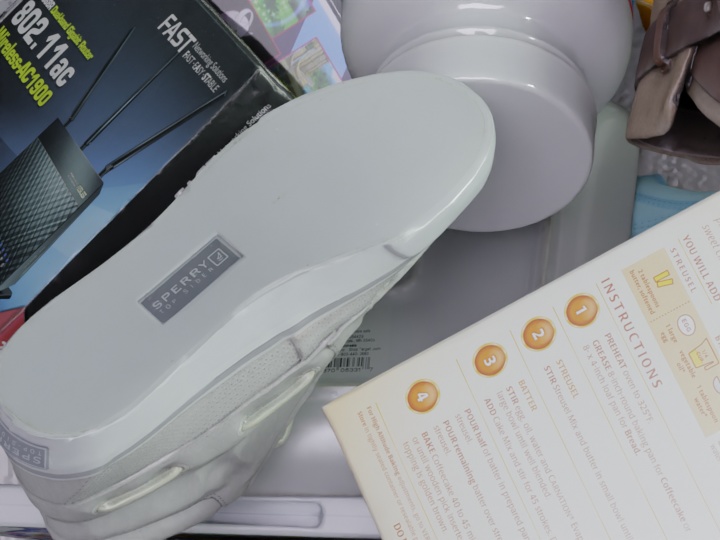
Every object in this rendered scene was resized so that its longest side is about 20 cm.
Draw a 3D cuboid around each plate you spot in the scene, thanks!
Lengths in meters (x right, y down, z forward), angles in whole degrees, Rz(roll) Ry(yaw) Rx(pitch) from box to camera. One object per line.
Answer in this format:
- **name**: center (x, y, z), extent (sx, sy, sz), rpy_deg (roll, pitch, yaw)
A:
- **plate**: center (0.000, 0.000, 1.090), extent (0.199, 0.032, 0.200), rpy_deg (0, 46, 9)

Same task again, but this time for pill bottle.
- **pill bottle**: center (0.049, -0.116, 1.092), extent (0.108, 0.109, 0.201), rpy_deg (-3, 50, 9)

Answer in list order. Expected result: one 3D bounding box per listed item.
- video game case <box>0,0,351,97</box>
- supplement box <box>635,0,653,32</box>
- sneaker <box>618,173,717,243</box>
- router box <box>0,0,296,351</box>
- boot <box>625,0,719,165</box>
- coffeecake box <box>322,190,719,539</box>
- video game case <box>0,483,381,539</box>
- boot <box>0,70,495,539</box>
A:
- **video game case**: center (-0.088, -0.069, 1.199), extent (0.182, 0.023, 0.200), rpy_deg (-31, 79, 5)
- **supplement box**: center (0.205, -0.162, 1.132), extent (0.126, 0.074, 0.201), rpy_deg (25, 88, 11)
- **sneaker**: center (0.091, 0.002, 1.148), extent (0.199, 0.074, 0.082), rpy_deg (1, 43, 20)
- **router box**: center (-0.100, -0.037, 1.093), extent (0.150, 0.200, 0.062), rpy_deg (-45, 121, 2)
- **boot**: center (0.126, -0.111, 1.024), extent (0.070, 0.200, 0.147), rpy_deg (17, 93, -16)
- **coffeecake box**: center (0.112, 0.071, 0.948), extent (0.199, 0.073, 0.154), rpy_deg (-29, 65, 8)
- **video game case**: center (-0.048, 0.095, 1.112), extent (0.199, 0.143, 0.018), rpy_deg (1, 83, 10)
- **boot**: center (-0.036, 0.017, 0.995), extent (0.200, 0.096, 0.074), rpy_deg (-34, 60, -15)
